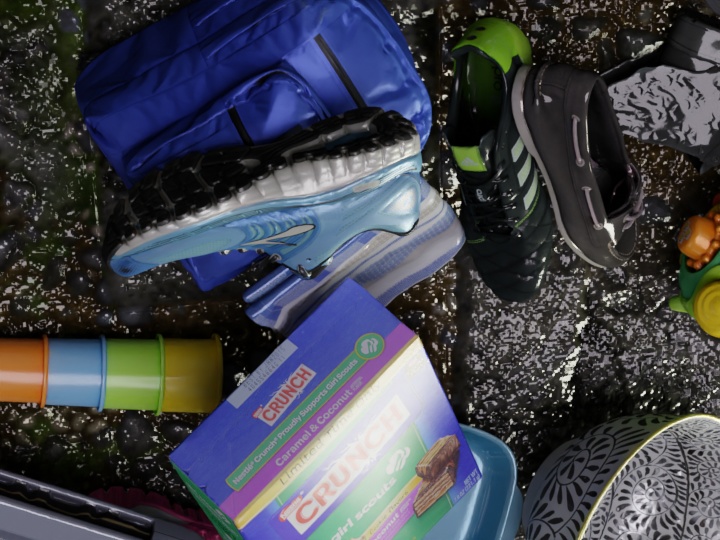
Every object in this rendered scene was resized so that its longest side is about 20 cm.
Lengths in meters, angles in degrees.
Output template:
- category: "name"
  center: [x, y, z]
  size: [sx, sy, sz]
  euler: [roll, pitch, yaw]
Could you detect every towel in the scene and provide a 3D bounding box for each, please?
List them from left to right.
- category: "towel"
  center: [0.000, 0.000, 1.531]
  size: [0.147, 0.200, 0.024]
  euler: [-37, 76, 3]

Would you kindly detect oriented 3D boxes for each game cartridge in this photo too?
- category: "game cartridge"
  center: [-0.220, 0.206, 1.578]
  size: [0.200, 0.040, 0.133]
  euler: [19, 120, -10]

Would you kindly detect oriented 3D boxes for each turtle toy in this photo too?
- category: "turtle toy"
  center: [0.302, -0.023, 1.602]
  size: [0.200, 0.146, 0.101]
  euler: [-27, 77, 14]

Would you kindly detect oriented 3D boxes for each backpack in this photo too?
- category: "backpack"
  center: [-0.054, -0.094, 1.476]
  size: [0.200, 0.168, 0.163]
  euler: [-32, 123, 2]

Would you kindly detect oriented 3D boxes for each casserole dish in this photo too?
- category: "casserole dish"
  center: [0.020, 0.158, 1.659]
  size: [0.200, 0.039, 0.121]
  euler: [15, 92, -19]

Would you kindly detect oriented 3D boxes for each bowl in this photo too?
- category: "bowl"
  center: [0.180, 0.180, 1.672]
  size: [0.201, 0.094, 0.201]
  euler: [-24, 126, -38]

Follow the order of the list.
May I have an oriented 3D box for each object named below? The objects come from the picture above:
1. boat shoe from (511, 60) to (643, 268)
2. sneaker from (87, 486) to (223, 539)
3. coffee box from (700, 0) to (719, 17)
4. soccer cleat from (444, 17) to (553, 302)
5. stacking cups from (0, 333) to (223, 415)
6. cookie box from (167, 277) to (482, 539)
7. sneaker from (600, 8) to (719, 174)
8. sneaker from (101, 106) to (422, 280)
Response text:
- category: "boat shoe"
  center: [0.160, -0.065, 1.560]
  size: [0.057, 0.067, 0.200]
  euler: [2, 145, 31]
- category: "sneaker"
  center: [-0.111, 0.217, 1.654]
  size: [0.200, 0.081, 0.088]
  euler: [12, 115, -11]
- category: "coffee box"
  center: [0.255, -0.219, 1.468]
  size: [0.114, 0.200, 0.080]
  euler: [-36, 116, 5]
- category: "soccer cleat"
  center: [0.086, -0.069, 1.553]
  size: [0.067, 0.081, 0.200]
  euler: [3, 110, 27]
- category: "stacking cups"
  center: [-0.195, 0.069, 1.573]
  size: [0.200, 0.061, 0.061]
  euler: [2, 113, -14]
- category: "cookie box"
  center: [-0.019, 0.130, 1.524]
  size: [0.171, 0.075, 0.200]
  euler: [-44, 146, -13]
- category: "sneaker"
  center: [0.258, -0.112, 1.598]
  size: [0.200, 0.060, 0.104]
  euler: [20, 107, -15]
- category: "sneaker"
  center: [-0.054, -0.025, 1.369]
  size: [0.200, 0.078, 0.090]
  euler: [-15, 118, 0]
